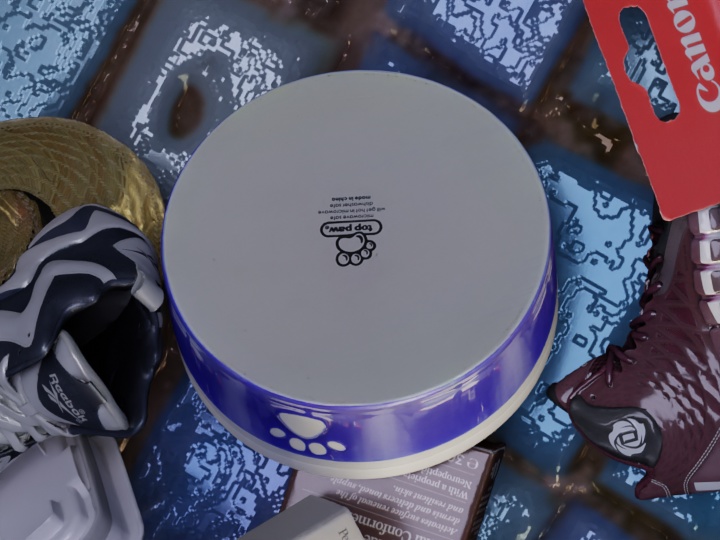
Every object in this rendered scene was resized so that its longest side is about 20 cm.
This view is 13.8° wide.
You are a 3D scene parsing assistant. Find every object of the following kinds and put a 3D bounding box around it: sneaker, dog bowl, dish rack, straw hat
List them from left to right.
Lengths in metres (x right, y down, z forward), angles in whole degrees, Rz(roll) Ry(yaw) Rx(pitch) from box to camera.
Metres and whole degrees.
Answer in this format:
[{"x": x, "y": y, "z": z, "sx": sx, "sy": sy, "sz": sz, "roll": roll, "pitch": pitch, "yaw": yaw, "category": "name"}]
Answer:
[{"x": -0.204, "y": 0.162, "z": 1.531, "sx": 0.200, "sy": 0.172, "sz": 0.044, "roll": -41, "pitch": 112, "yaw": 4, "category": "dish rack"}, {"x": -0.208, "y": -0.009, "z": 1.574, "sx": 0.201, "sy": 0.201, "sz": 0.085, "roll": -50, "pitch": 42, "yaw": 4, "category": "straw hat"}, {"x": -0.168, "y": 0.063, "z": 1.490, "sx": 0.199, "sy": 0.130, "sz": 0.079, "roll": -42, "pitch": 114, "yaw": -4, "category": "sneaker"}, {"x": 0.000, "y": 0.000, "z": 1.511, "sx": 0.200, "sy": 0.079, "sz": 0.200, "roll": -2, "pitch": 60, "yaw": 4, "category": "dog bowl"}, {"x": 0.145, "y": 0.026, "z": 1.533, "sx": 0.115, "sy": 0.076, "sz": 0.200, "roll": -14, "pitch": 87, "yaw": 11, "category": "sneaker"}]

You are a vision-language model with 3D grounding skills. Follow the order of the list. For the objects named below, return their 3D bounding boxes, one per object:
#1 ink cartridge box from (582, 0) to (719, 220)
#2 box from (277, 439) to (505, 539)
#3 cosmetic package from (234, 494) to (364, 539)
[{"x": 0.219, "y": -0.131, "z": 1.499, "sx": 0.200, "sy": 0.050, "sz": 0.161, "roll": -18, "pitch": 85, "yaw": -23, "category": "ink cartridge box"}, {"x": -0.003, "y": 0.171, "z": 1.549, "sx": 0.100, "sy": 0.075, "sz": 0.200, "roll": 17, "pitch": 92, "yaw": 8, "category": "box"}, {"x": -0.076, "y": 0.204, "z": 1.448, "sx": 0.200, "sy": 0.073, "sz": 0.104, "roll": -31, "pitch": 98, "yaw": -12, "category": "cosmetic package"}]
